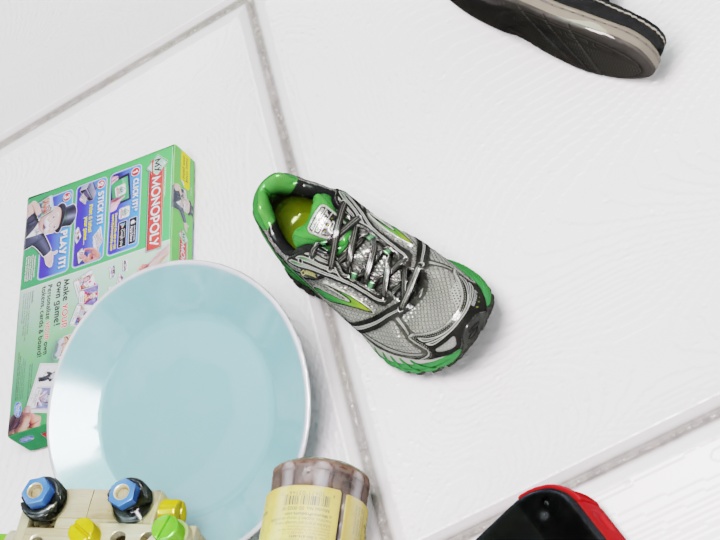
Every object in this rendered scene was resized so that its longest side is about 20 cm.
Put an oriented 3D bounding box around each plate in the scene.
[{"bbox_3d":[-0.115,0.093,1.249,0.200,0.026,0.201,-5,78,25],"label":"plate"}]

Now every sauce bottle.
[{"bbox_3d":[-0.037,0.210,1.125,0.065,0.065,0.200,-7,58,30],"label":"sauce bottle"}]

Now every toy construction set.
[{"bbox_3d":[-0.172,0.190,1.179,0.200,0.092,0.131,6,58,10],"label":"toy construction set"}]

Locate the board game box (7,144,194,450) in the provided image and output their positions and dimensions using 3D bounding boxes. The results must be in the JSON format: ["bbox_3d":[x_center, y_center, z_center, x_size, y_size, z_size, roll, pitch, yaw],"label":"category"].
[{"bbox_3d":[-0.181,0.018,1.361,0.134,0.029,0.200,-17,55,24],"label":"board game box"}]

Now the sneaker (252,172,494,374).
[{"bbox_3d":[0.000,0.000,1.215,0.200,0.085,0.078,28,80,40],"label":"sneaker"}]

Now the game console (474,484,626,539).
[{"bbox_3d":[0.099,0.231,1.051,0.177,0.031,0.200,-46,47,9],"label":"game console"}]

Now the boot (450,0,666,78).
[{"bbox_3d":[0.149,-0.216,1.259,0.200,0.073,0.151,30,82,47],"label":"boot"}]
